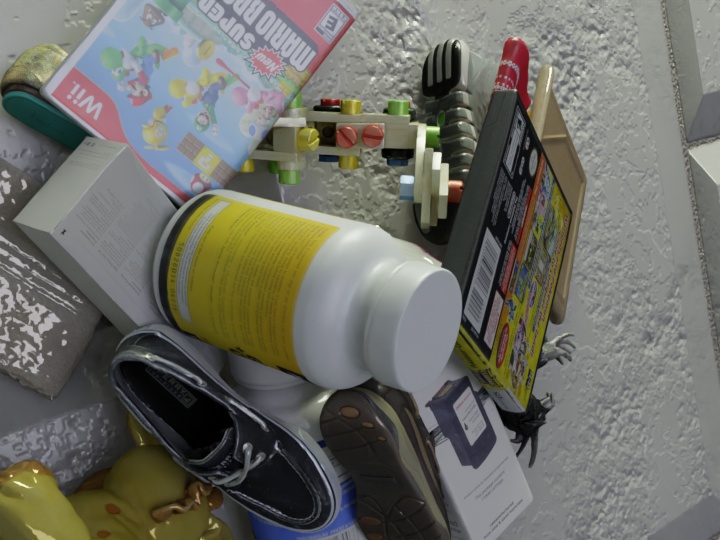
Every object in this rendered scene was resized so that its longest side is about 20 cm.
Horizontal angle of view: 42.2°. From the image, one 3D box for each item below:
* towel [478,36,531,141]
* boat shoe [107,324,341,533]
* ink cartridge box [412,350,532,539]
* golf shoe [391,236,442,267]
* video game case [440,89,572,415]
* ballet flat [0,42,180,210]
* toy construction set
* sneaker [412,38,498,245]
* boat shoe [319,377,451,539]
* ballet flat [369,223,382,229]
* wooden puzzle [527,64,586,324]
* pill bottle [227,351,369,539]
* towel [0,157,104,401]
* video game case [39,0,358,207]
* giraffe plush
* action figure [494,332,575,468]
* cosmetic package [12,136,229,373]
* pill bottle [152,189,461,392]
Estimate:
[{"bbox_3d":[0.114,-0.085,0.813,0.145,0.022,0.201,48,56,-74],"label":"towel"},{"bbox_3d":[-0.093,0.119,0.647,0.072,0.068,0.200,-42,101,9],"label":"boat shoe"},{"bbox_3d":[0.043,0.129,0.812,0.084,0.144,0.201,-34,109,-33],"label":"ink cartridge box"},{"bbox_3d":[0.000,0.000,0.759,0.091,0.200,0.076,-15,123,-38],"label":"golf shoe"},{"bbox_3d":[0.120,-0.010,0.753,0.181,0.025,0.201,49,52,-50],"label":"video game case"},{"bbox_3d":[-0.174,-0.098,0.707,0.200,0.071,0.071,38,68,-30],"label":"ballet flat"},{"bbox_3d":[-0.007,-0.104,0.773,0.199,0.131,0.093,17,103,1],"label":"toy construction set"},{"bbox_3d":[0.117,-0.119,0.917,0.115,0.075,0.201,10,83,-38],"label":"sneaker"},{"bbox_3d":[0.034,0.148,0.704,0.073,0.074,0.201,-59,142,-43],"label":"boat shoe"},{"bbox_3d":[0.052,0.037,0.872,0.072,0.072,0.200,-44,113,-28],"label":"ballet flat"},{"bbox_3d":[0.185,-0.072,0.935,0.200,0.037,0.186,59,40,-48],"label":"wooden puzzle"},{"bbox_3d":[-0.047,0.140,0.748,0.112,0.112,0.201,-24,113,-34],"label":"pill bottle"},{"bbox_3d":[-0.265,-0.009,0.655,0.200,0.034,0.133,38,69,-31],"label":"towel"},{"bbox_3d":[-0.110,-0.159,0.674,0.143,0.017,0.200,40,82,-25],"label":"video game case"},{"bbox_3d":[-0.178,0.181,0.653,0.162,0.199,0.174,-45,134,-58],"label":"giraffe plush"},{"bbox_3d":[0.155,0.085,0.916,0.102,0.119,0.201,-20,94,-14],"label":"action figure"},{"bbox_3d":[-0.157,0.002,0.687,0.083,0.050,0.200,-57,140,-25],"label":"cosmetic package"},{"bbox_3d":[-0.037,0.015,0.636,0.112,0.199,0.113,-28,125,-48],"label":"pill bottle"}]
